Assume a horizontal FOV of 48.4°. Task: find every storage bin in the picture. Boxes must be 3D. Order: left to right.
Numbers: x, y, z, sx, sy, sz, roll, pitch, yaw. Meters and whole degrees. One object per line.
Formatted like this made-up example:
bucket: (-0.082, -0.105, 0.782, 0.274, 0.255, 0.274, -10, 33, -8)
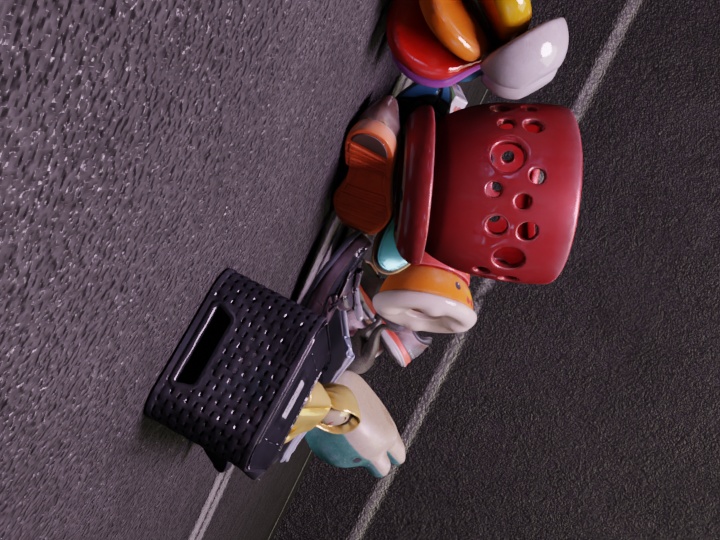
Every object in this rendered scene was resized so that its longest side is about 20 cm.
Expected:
storage bin: (-0.097, 0.096, 0.710, 0.136, 0.094, 0.200, -61, 175, -13)

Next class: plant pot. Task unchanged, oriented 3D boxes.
plant pot: (0.132, -0.090, 0.897, 0.200, 0.182, 0.201, 4, 90, -90)

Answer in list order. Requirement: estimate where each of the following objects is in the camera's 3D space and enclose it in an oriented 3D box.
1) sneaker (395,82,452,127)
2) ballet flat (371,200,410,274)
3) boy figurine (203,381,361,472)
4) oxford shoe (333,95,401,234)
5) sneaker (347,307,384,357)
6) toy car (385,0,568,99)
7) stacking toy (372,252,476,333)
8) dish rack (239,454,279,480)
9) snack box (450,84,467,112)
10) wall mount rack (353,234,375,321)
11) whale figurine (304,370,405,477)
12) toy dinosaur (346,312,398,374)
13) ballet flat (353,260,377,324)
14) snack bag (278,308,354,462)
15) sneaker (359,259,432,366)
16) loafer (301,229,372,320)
sneaker: (0.052, -0.166, 1.011, 0.200, 0.073, 0.082, -54, -176, 37)
ballet flat: (0.073, -0.079, 1.047, 0.200, 0.069, 0.063, -55, -161, -11)
boy figurine: (-0.082, 0.169, 0.896, 0.200, 0.065, 0.124, -1, 139, -47)
oxford shoe: (0.017, -0.113, 0.912, 0.200, 0.071, 0.073, 107, 7, -58)
sneaker: (-0.053, 0.115, 1.319, 0.200, 0.105, 0.075, -25, -171, 47)
toy car: (0.096, -0.236, 0.759, 0.150, 0.175, 0.200, -29, -179, 11)
stacking toy: (0.103, -0.021, 1.128, 0.146, 0.145, 0.201, 98, 4, -73)
dish rack: (-0.117, 0.246, 1.217, 0.153, 0.055, 0.200, -41, 177, -7)
snack box: (0.094, -0.183, 1.200, 0.200, 0.024, 0.072, -59, -161, 27)
wall mount rack: (0.000, 0.000, 1.126, 0.174, 0.074, 0.200, -56, -179, -25)
whale figurine: (-0.009, 0.224, 1.118, 0.104, 0.159, 0.200, -32, 145, 10)
toy dinosaur: (-0.008, 0.118, 1.177, 0.200, 0.077, 0.103, -5, -124, 44)
ballet flat: (0.003, 0.050, 1.402, 0.200, 0.070, 0.065, -96, -169, -54)
snack bag: (-0.061, 0.125, 1.067, 0.200, 0.021, 0.189, -58, -159, 26)
sneaker: (0.044, 0.048, 1.255, 0.082, 0.200, 0.077, -30, 175, -5)
loafer: (-0.036, 0.040, 0.994, 0.200, 0.063, 0.072, -54, 172, 24)
